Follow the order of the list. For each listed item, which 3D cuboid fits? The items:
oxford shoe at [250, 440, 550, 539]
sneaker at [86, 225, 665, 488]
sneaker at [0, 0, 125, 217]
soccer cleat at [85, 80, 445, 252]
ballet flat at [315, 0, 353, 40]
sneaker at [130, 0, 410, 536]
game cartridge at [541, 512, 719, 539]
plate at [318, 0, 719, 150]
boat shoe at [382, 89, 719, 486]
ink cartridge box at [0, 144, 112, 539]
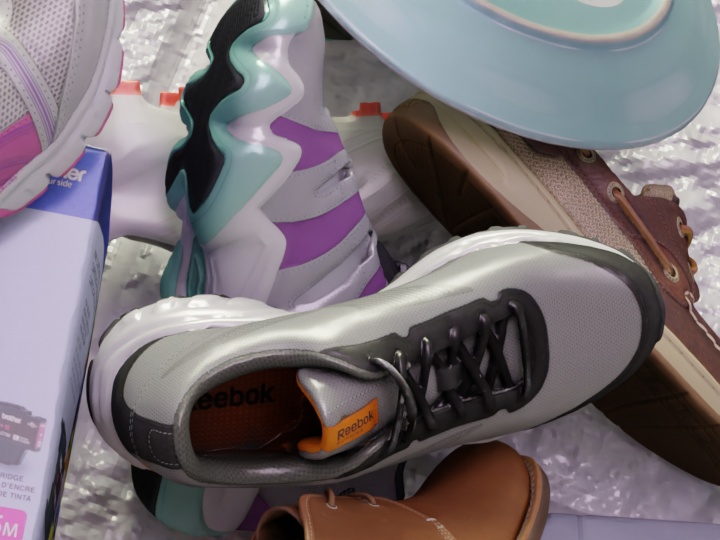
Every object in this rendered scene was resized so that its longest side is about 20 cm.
[{"bbox_3d":[0.004,0.097,1.006,0.071,0.071,0.200,55,34,-4],"label":"oxford shoe"},{"bbox_3d":[0.012,0.038,1.014,0.199,0.079,0.074,-12,108,-15],"label":"sneaker"},{"bbox_3d":[-0.147,-0.045,0.942,0.081,0.088,0.201,24,78,32],"label":"sneaker"},{"bbox_3d":[-0.021,-0.026,1.141,0.199,0.069,0.078,3,87,-19],"label":"soccer cleat"},{"bbox_3d":[0.059,-0.146,1.222,0.199,0.068,0.068,-25,70,-25],"label":"ballet flat"},{"bbox_3d":[0.000,0.000,1.083,0.139,0.201,0.078,6,15,-19],"label":"sneaker"},{"bbox_3d":[0.135,0.157,1.082,0.199,0.041,0.134,5,56,-10],"label":"game cartridge"},{"bbox_3d":[0.053,-0.127,1.117,0.199,0.026,0.201,20,41,-19],"label":"plate"},{"bbox_3d":[0.097,-0.005,1.116,0.200,0.072,0.072,46,68,-9],"label":"boat shoe"},{"bbox_3d":[-0.113,0.038,1.015,0.042,0.119,0.201,8,72,-4],"label":"ink cartridge box"}]
